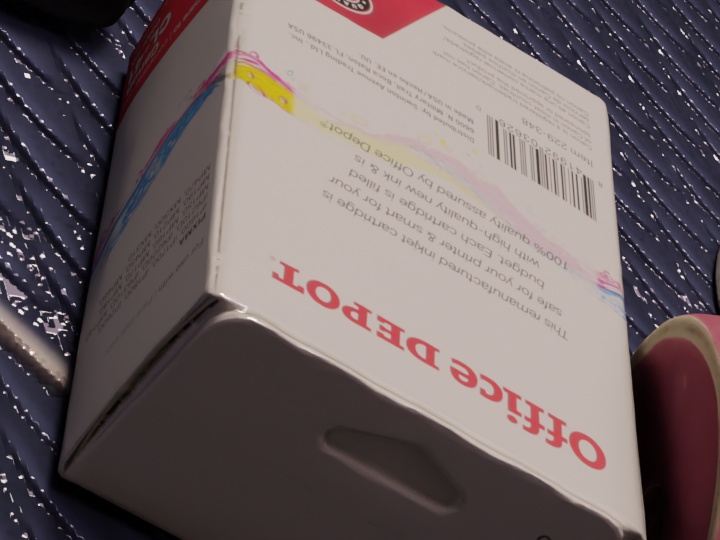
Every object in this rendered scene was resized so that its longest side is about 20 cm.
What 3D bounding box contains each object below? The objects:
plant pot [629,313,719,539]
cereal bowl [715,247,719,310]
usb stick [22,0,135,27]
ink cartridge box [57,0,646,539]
[{"bbox_3d":[0.159,0.097,0.686,0.178,0.201,0.201,15,39,-13],"label":"plant pot"},{"bbox_3d":[0.241,0.031,0.932,0.200,0.083,0.201,29,35,-22],"label":"cereal bowl"},{"bbox_3d":[-0.113,-0.162,0.819,0.055,0.033,0.201,19,40,-34],"label":"usb stick"},{"bbox_3d":[0.000,0.000,0.704,0.147,0.086,0.201,30,36,-20],"label":"ink cartridge box"}]
